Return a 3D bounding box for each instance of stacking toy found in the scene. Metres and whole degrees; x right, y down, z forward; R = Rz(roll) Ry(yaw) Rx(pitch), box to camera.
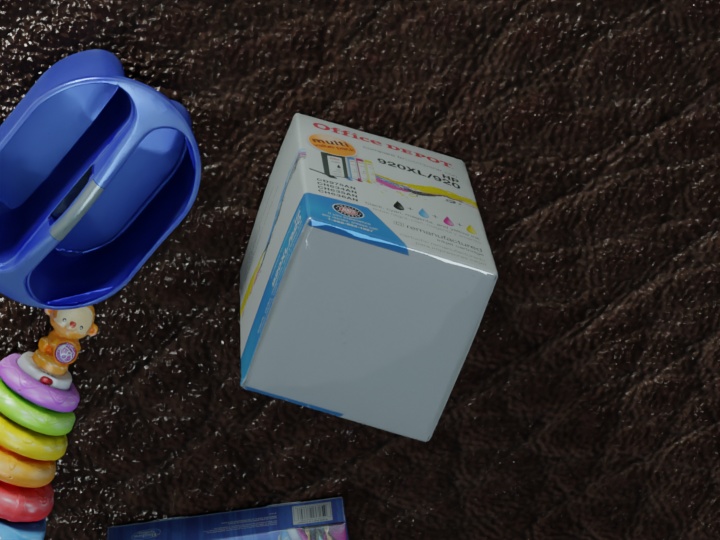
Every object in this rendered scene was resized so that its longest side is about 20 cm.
[{"bbox_3d":[-0.260,0.107,1.680,0.116,0.110,0.200,27,102,-14],"label":"stacking toy"}]

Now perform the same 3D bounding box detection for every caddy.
[{"bbox_3d":[-0.206,-0.064,1.579,0.141,0.105,0.200,35,110,-19],"label":"caddy"}]

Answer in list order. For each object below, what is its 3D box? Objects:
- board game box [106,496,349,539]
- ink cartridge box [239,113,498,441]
[{"bbox_3d":[-0.101,0.296,1.811,0.199,0.043,0.200,-7,119,0],"label":"board game box"},{"bbox_3d":[0.000,0.000,1.576,0.147,0.200,0.145,16,113,-12],"label":"ink cartridge box"}]
